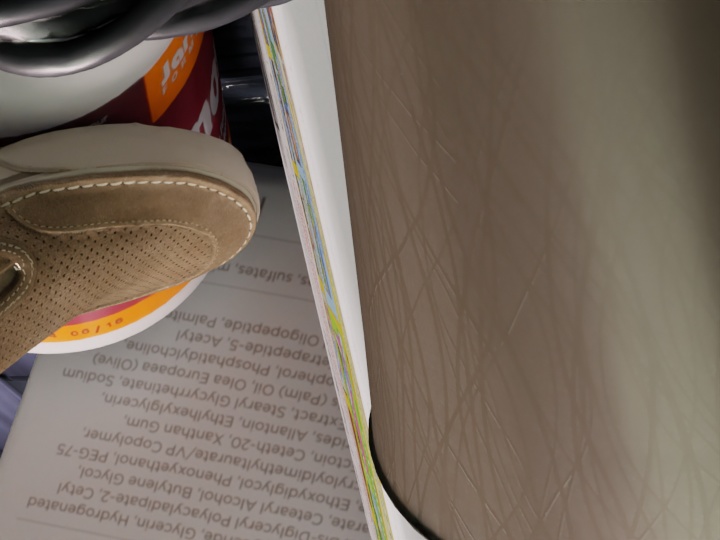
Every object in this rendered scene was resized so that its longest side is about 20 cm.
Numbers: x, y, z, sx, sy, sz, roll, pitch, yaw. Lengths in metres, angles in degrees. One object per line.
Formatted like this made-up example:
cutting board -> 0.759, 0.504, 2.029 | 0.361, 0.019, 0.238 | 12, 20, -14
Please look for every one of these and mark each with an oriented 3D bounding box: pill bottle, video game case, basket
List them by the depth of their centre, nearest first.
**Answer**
basket -> 0.055, -0.057, 0.588 | 0.180, 0.136, 0.201 | 34, 141, 58
video game case -> 0.000, 0.000, 0.781 | 0.023, 0.201, 0.182 | -13, -171, -3
pill bottle -> -0.098, -0.067, 0.860 | 0.113, 0.113, 0.200 | 15, 154, 10

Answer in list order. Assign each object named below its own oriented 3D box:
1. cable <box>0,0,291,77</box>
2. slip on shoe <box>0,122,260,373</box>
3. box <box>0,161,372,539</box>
cable -> -0.085, -0.121, 0.679 | 0.199, 0.163, 0.051 | 27, 135, 8
slip on shoe -> -0.111, 0.009, 0.791 | 0.199, 0.061, 0.076 | -7, 150, -35
box -> 0.006, 0.085, 0.999 | 0.199, 0.172, 0.199 | 10, 158, 20
